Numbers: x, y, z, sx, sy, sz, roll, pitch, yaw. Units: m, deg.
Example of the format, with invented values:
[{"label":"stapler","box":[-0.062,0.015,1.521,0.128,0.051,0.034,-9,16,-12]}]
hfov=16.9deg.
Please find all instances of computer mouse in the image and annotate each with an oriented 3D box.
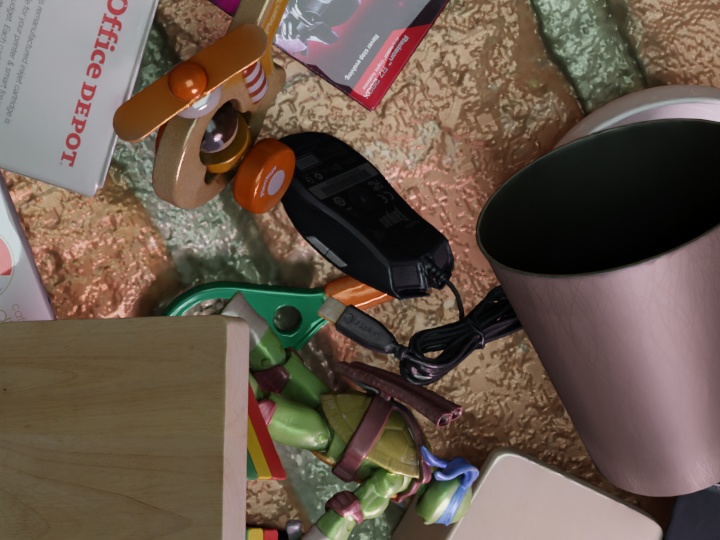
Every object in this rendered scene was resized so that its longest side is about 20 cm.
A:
[{"label":"computer mouse","box":[0.000,0.000,1.512,0.200,0.140,0.046,39,128,14]}]

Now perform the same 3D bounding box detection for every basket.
[{"label":"basket","box":[0.177,0.031,1.500,0.180,0.136,0.201,-20,127,-4]}]

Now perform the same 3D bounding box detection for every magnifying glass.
[{"label":"magnifying glass","box":[-0.041,0.028,1.588,0.199,0.022,0.080,-20,105,-2]}]

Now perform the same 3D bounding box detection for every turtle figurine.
[{"label":"turtle figurine","box":[-0.040,0.121,1.508,0.194,0.200,0.144,39,63,-6]}]

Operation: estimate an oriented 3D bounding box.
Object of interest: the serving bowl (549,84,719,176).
[{"label":"serving bowl","box":[0.199,-0.039,1.573,0.199,0.066,0.201,-3,122,-5]}]

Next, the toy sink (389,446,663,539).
[{"label":"toy sink","box":[0.089,0.206,1.601,0.130,0.112,0.201,25,103,-13]}]

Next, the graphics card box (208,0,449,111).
[{"label":"graphics card box","box":[-0.039,-0.205,1.518,0.200,0.051,0.126,34,96,-13]}]

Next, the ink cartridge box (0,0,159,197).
[{"label":"ink cartridge box","box":[-0.228,-0.149,1.459,0.199,0.083,0.146,18,110,-5]}]

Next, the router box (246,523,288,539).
[{"label":"router box","box":[-0.116,0.238,1.605,0.199,0.051,0.150,12,102,-12]}]

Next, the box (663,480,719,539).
[{"label":"box","box":[0.249,0.230,1.599,0.104,0.148,0.201,18,102,19]}]

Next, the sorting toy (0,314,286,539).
[{"label":"sorting toy","box":[-0.125,0.129,1.401,0.069,0.199,0.200,5,84,-47]}]

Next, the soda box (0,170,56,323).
[{"label":"soda box","box":[-0.233,0.020,1.532,0.068,0.064,0.201,-20,104,-4]}]

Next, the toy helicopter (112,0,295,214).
[{"label":"toy helicopter","box":[-0.076,-0.130,1.451,0.079,0.132,0.201,28,103,22]}]
